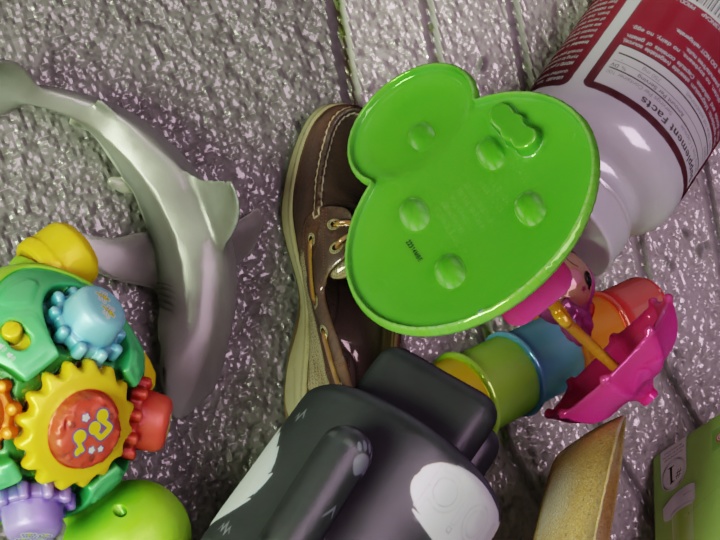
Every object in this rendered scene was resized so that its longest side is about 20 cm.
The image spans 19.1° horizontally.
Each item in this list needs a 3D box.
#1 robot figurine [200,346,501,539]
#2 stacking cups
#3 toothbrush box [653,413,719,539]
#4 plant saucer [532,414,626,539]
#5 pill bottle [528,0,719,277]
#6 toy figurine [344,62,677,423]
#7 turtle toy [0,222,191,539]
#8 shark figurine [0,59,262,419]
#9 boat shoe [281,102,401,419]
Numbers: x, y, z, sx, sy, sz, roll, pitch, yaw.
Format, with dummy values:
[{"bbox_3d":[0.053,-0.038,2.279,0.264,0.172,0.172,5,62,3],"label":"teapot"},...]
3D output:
[{"bbox_3d":[-0.011,0.138,1.077,0.150,0.125,0.200,47,68,-30],"label":"robot figurine"},{"bbox_3d":[0.101,0.050,1.252,0.200,0.060,0.061,-27,95,-35],"label":"stacking cups"},{"bbox_3d":[0.247,0.170,1.227,0.086,0.146,0.200,31,41,-23],"label":"toothbrush box"},{"bbox_3d":[0.113,0.176,1.183,0.035,0.200,0.201,10,72,10],"label":"plant saucer"},{"bbox_3d":[0.160,-0.095,1.282,0.113,0.113,0.200,46,62,-17],"label":"pill bottle"},{"bbox_3d":[0.093,0.003,1.168,0.150,0.200,0.184,-39,131,6],"label":"toy figurine"},{"bbox_3d":[-0.149,0.082,1.050,0.146,0.101,0.200,-40,126,-23],"label":"turtle toy"},{"bbox_3d":[-0.107,-0.045,1.124,0.128,0.089,0.215,-44,106,-32],"label":"shark figurine"},{"bbox_3d":[0.000,0.000,1.188,0.072,0.072,0.201,12,75,-30],"label":"boat shoe"}]
